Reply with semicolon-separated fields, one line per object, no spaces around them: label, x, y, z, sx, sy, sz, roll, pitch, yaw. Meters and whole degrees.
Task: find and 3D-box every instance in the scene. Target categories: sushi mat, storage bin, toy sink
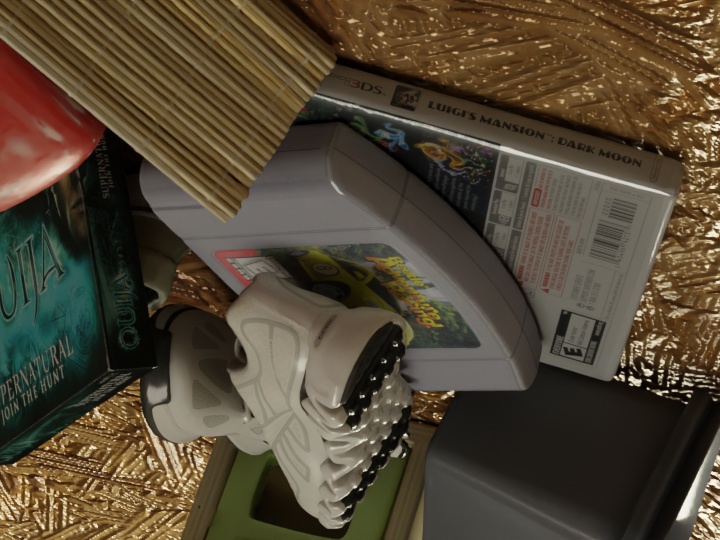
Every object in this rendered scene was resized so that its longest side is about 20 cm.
sushi mat;-0.095;-0.111;0.939;0.012;0.096;0.200;16;160;51
storage bin;0.104;0.133;1.231;0.134;0.146;0.200;23;154;14
toy sink;-0.037;0.184;1.329;0.130;0.200;0.112;13;153;14

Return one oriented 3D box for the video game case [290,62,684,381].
video game case;0.050;-0.021;1.092;0.182;0.023;0.200;16;154;5

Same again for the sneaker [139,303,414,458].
sneaker;-0.035;0.059;1.221;0.115;0.076;0.200;-2;169;20

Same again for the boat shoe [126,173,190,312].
boat shoe;-0.148;0.006;1.221;0.072;0.062;0.200;28;151;-17

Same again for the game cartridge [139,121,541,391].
game cartridge;0.000;0.000;1.100;0.133;0.041;0.200;-7;144;34

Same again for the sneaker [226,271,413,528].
sneaker;-0.022;0.063;1.130;0.081;0.075;0.200;26;154;15

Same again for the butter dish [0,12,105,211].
butter dish;-0.196;-0.079;0.961;0.200;0.148;0.199;-21;140;21

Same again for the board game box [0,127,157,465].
board game box;-0.165;0.012;1.171;0.028;0.135;0.200;-3;163;-30
